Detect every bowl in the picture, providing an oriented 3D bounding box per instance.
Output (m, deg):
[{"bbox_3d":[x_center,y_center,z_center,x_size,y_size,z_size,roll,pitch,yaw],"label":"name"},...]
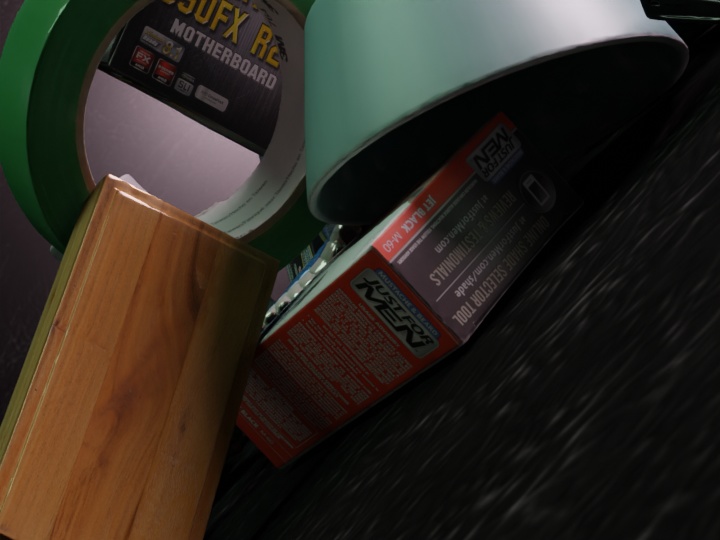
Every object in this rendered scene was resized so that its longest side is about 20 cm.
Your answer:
[{"bbox_3d":[0.050,-0.111,0.814,0.199,0.106,0.201,-21,-12,-5],"label":"bowl"}]

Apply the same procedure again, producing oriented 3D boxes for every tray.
[{"bbox_3d":[-0.107,0.060,0.758,0.037,0.098,0.201,-41,28,48],"label":"tray"}]

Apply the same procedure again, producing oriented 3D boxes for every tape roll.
[{"bbox_3d":[-0.090,-0.084,0.856,0.200,0.201,0.048,-45,37,-12],"label":"tape roll"}]

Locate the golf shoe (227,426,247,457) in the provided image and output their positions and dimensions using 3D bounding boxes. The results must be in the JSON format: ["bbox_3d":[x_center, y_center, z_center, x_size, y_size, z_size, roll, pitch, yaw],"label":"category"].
[{"bbox_3d":[-0.140,0.124,1.111,0.092,0.073,0.200,-47,4,-14],"label":"golf shoe"}]

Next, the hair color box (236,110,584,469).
[{"bbox_3d":[0.011,0.015,0.805,0.111,0.064,0.200,-46,4,-35],"label":"hair color box"}]

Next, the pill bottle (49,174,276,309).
[{"bbox_3d":[-0.133,0.028,1.220,0.109,0.200,0.109,-44,3,3],"label":"pill bottle"}]

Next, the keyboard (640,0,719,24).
[{"bbox_3d":[0.186,-0.172,0.768,0.126,0.021,0.200,16,46,34],"label":"keyboard"}]

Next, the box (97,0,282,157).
[{"bbox_3d":[-0.050,-0.152,0.937,0.048,0.199,0.159,22,86,46],"label":"box"}]

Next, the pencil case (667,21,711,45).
[{"bbox_3d":[0.166,-0.168,0.922,0.200,0.084,0.093,145,127,-70],"label":"pencil case"}]

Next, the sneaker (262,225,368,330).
[{"bbox_3d":[0.000,0.000,1.003,0.200,0.079,0.089,-45,6,-4],"label":"sneaker"}]

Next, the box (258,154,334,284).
[{"bbox_3d":[-0.034,-0.057,1.136,0.044,0.202,0.160,-14,-1,-9],"label":"box"}]
